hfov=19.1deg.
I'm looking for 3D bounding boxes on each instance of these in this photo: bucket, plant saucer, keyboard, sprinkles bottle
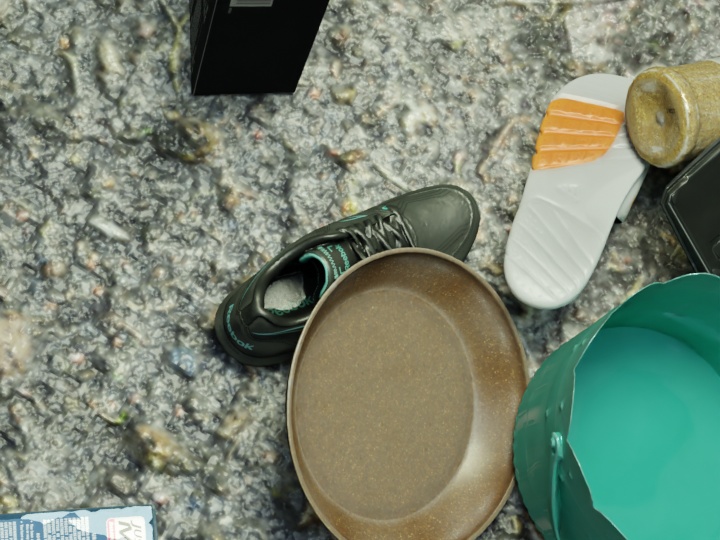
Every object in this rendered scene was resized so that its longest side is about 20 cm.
[{"bbox_3d":[0.201,0.111,1.359,0.206,0.135,0.209,4,77,-16],"label":"bucket"},{"bbox_3d":[0.024,0.086,1.363,0.199,0.037,0.202,1,88,-39],"label":"plant saucer"},{"bbox_3d":[0.293,-0.064,1.427,0.200,0.021,0.127,-39,113,-14],"label":"keyboard"},{"bbox_3d":[0.275,-0.117,1.455,0.199,0.068,0.069,-12,76,-32],"label":"sprinkles bottle"}]

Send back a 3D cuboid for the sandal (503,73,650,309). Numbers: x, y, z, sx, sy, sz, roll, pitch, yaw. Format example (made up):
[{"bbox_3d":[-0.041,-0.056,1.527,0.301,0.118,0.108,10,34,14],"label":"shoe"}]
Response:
[{"bbox_3d":[0.142,-0.048,1.443,0.079,0.059,0.207,23,58,9],"label":"sandal"}]

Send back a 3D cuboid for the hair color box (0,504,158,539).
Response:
[{"bbox_3d":[-0.224,0.185,1.292,0.198,0.100,0.061,-2,73,-11],"label":"hair color box"}]

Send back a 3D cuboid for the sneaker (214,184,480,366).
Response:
[{"bbox_3d":[0.000,0.000,1.397,0.199,0.079,0.076,-31,80,-19],"label":"sneaker"}]

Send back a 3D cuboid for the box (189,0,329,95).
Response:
[{"bbox_3d":[-0.067,-0.213,1.380,0.078,0.200,0.142,-3,76,-10],"label":"box"}]
